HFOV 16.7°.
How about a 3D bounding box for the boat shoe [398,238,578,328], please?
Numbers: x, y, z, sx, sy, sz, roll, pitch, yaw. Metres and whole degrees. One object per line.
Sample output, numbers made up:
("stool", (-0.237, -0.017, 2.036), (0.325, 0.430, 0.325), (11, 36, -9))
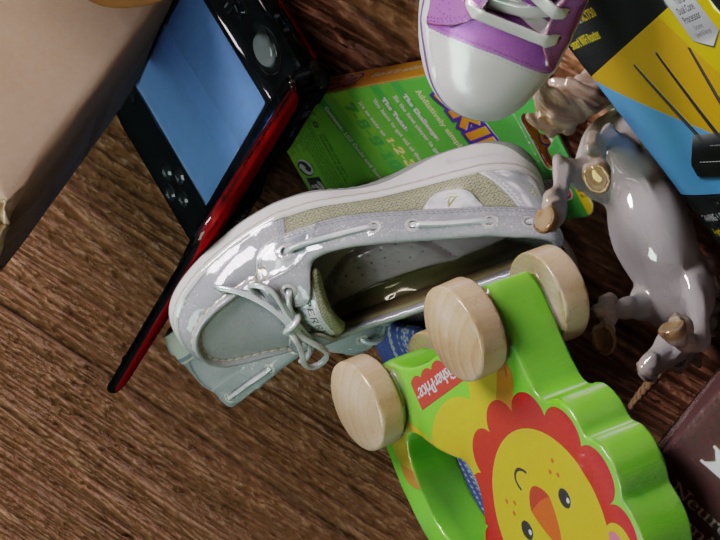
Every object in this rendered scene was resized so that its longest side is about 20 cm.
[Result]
("boat shoe", (0.037, 0.016, 1.355), (0.199, 0.057, 0.067), (-9, 119, 50))

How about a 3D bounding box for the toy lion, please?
("toy lion", (0.078, 0.100, 1.152), (0.193, 0.068, 0.200), (66, 153, 9))

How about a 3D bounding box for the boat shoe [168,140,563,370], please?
("boat shoe", (0.001, 0.001, 1.220), (0.065, 0.201, 0.075), (-108, -2, -48))

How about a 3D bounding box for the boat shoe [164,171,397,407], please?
("boat shoe", (-0.016, 0.012, 1.321), (0.200, 0.070, 0.072), (-31, 103, 32))

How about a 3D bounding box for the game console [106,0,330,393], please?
("game console", (-0.107, -0.062, 1.335), (0.173, 0.118, 0.200), (58, 147, 15))

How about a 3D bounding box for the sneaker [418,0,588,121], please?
("sneaker", (0.077, -0.138, 0.986), (0.072, 0.114, 0.201), (16, 114, -10))

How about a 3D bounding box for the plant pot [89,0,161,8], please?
("plant pot", (-0.119, -0.221, 1.177), (0.199, 0.201, 0.140), (5, 145, 43))

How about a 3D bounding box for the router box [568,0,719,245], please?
("router box", (0.162, -0.083, 1.062), (0.149, 0.051, 0.200), (52, 171, -4))

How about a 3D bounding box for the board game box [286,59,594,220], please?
("board game box", (0.038, -0.065, 1.300), (0.199, 0.030, 0.096), (-3, 124, 50))

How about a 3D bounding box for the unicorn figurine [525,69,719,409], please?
("unicorn figurine", (0.138, -0.006, 1.194), (0.073, 0.137, 0.201), (-2, 105, 22))

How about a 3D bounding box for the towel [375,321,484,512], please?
("towel", (0.082, 0.092, 1.282), (0.145, 0.024, 0.200), (62, 160, -16))

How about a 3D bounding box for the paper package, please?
("paper package", (-0.221, -0.119, 1.291), (0.190, 0.200, 0.104), (32, 143, 0))

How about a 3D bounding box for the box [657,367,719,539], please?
("box", (0.238, 0.089, 1.128), (0.166, 0.164, 0.200), (41, 145, 7))
